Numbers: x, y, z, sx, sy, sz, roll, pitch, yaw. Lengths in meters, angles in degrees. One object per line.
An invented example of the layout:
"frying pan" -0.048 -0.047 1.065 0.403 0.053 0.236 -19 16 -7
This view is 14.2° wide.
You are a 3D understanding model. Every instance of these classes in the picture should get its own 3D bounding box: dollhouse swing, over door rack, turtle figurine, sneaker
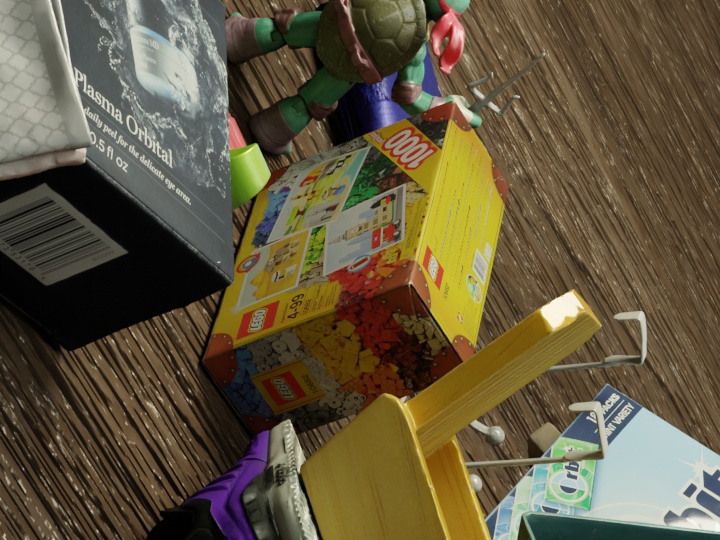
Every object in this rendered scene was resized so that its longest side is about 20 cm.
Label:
"dollhouse swing" 0.077 0.129 1.630 0.200 0.175 0.182 35 36 -80
"over door rack" 0.085 0.106 1.826 0.067 0.200 0.148 65 24 -17
"turtle figurine" 0.011 -0.154 1.868 0.101 0.200 0.150 22 53 -60
"sneaker" -0.073 0.139 1.607 0.200 0.099 0.070 -95 163 -84

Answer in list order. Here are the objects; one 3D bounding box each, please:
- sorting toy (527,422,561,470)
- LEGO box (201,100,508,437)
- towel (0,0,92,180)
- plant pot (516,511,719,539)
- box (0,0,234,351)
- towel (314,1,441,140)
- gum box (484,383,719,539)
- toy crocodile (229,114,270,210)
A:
"sorting toy" 0.163 0.233 1.939 0.199 0.070 0.200 49 -16 27
"LEGO box" 0.000 0.000 1.790 0.077 0.149 0.200 57 27 -27
"towel" -0.238 -0.128 1.371 0.032 0.190 0.201 121 -44 -66
"plant pot" 0.148 0.262 1.621 0.141 0.141 0.200 -108 -152 -62
"box" -0.168 -0.099 1.549 0.197 0.117 0.200 42 35 -47
"towel" 0.024 -0.095 2.048 0.148 0.049 0.201 34 41 -64
"gum box" 0.191 0.183 1.815 0.170 0.200 0.045 -43 158 -38
"toy crocodile" -0.090 -0.068 1.703 0.200 0.062 0.068 -113 180 -82
